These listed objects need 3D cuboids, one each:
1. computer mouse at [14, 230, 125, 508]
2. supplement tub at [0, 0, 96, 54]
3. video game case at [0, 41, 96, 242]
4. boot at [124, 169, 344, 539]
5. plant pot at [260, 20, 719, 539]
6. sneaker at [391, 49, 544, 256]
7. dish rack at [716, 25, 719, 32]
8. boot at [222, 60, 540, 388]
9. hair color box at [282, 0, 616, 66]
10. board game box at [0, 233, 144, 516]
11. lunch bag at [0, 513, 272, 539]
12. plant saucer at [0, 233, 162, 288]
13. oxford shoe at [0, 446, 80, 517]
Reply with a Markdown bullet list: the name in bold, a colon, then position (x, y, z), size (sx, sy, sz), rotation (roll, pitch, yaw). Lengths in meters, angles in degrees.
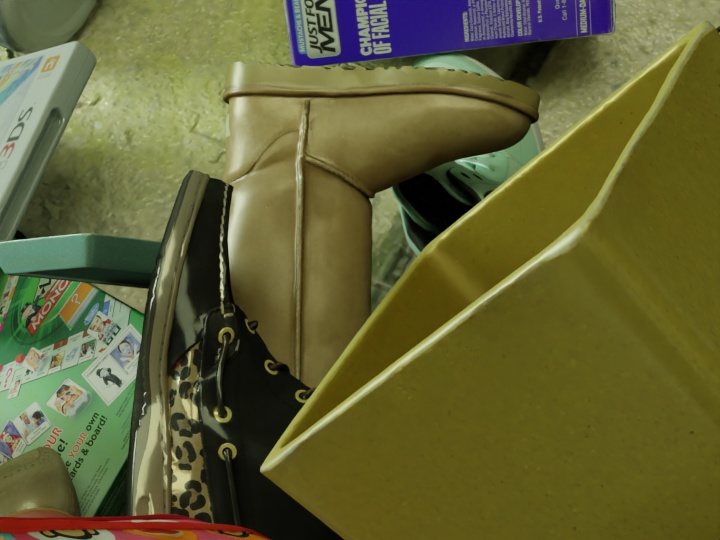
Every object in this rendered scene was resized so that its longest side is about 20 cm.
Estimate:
- **computer mouse**: position (-0.175, 0.064, 0.906), size (0.199, 0.044, 0.110), rotation (37, 86, 22)
- **supplement tub**: position (-0.274, -0.229, 1.060), size (0.199, 0.123, 0.123), rotation (23, 62, 20)
- **video game case**: position (-0.259, -0.044, 0.945), size (0.199, 0.022, 0.183), rotation (-8, 51, 38)
- **boot**: position (-0.031, 0.059, 0.758), size (0.149, 0.073, 0.202), rotation (6, 73, -8)
- **plant pot**: position (0.119, 0.058, 0.673), size (0.200, 0.194, 0.196), rotation (46, 38, -6)
- **sneaker**: position (0.055, -0.065, 0.916), size (0.074, 0.118, 0.201), rotation (-36, 56, 20)
- **dish rack**: position (0.179, -0.037, 0.879), size (0.199, 0.154, 0.054), rotation (-35, 37, -18)
- **boot**: position (0.000, 0.000, 0.824), size (0.173, 0.066, 0.202), rotation (3, 85, 13)
- **hair color box**: position (0.052, -0.182, 1.008), size (0.198, 0.065, 0.110), rotation (-8, 27, 2)
- **board game box**: position (-0.186, 0.098, 0.860), size (0.134, 0.029, 0.201), rotation (28, 84, 22)
- **lunch bag**: position (-0.079, 0.141, 0.606), size (0.175, 0.199, 0.083), rotation (15, 91, 34)
- **plant saucer**: position (-0.106, -0.001, 0.864), size (0.069, 0.199, 0.019), rotation (-5, 83, 31)
- **oxford shoe**: position (-0.222, 0.159, 0.814), size (0.199, 0.071, 0.075), rotation (-27, 42, 9)
